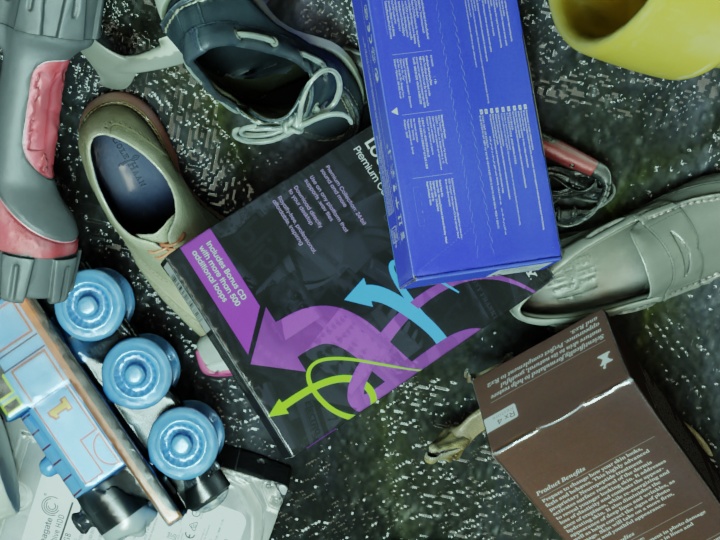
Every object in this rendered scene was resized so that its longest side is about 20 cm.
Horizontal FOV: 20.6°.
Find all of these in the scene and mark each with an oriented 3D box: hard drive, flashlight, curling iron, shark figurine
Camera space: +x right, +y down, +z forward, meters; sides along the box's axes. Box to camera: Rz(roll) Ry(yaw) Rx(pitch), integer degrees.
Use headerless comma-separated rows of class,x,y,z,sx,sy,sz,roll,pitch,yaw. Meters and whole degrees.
hard drive,-0.161,0.169,1.358,0.198,0.038,0.141,20,110,-3
flashlight,-0.190,-0.083,1.192,0.068,0.067,0.202,22,108,32
curling iron,0.073,-0.088,1.252,0.199,0.026,0.050,30,107,-8
shark figurine,-0.075,-0.173,1.206,0.128,0.089,0.215,42,102,23

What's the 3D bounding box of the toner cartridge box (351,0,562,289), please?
toner cartridge box,0.055,-0.095,1.184,0.094,0.043,0.202,-7,83,-13

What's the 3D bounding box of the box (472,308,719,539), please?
box,0.163,0.127,1.268,0.100,0.075,0.200,-29,130,12

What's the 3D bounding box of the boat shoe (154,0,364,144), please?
boat shoe,-0.051,-0.114,1.174,0.074,0.062,0.200,-23,152,14

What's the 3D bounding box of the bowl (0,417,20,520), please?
bowl,-0.281,0.132,1.274,0.107,0.200,0.202,-16,110,-3

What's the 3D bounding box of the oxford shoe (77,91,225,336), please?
oxford shoe,-0.121,-0.016,1.265,0.071,0.074,0.201,-33,107,12

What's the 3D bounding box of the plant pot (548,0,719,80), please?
plant pot,0.233,-0.195,1.124,0.187,0.201,0.202,14,112,-19

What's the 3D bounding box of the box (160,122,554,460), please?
box,0.000,0.000,1.201,0.199,0.036,0.144,-34,90,-14

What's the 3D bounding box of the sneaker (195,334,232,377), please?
sneaker,-0.021,0.002,1.257,0.199,0.081,0.089,-28,88,-11

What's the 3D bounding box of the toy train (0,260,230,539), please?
toy train,-0.170,0.084,1.281,0.114,0.087,0.201,-34,91,1

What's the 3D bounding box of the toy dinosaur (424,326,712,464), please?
toy dinosaur,0.137,0.083,1.309,0.198,0.058,0.102,-4,128,-9

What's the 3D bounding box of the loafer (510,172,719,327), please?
loafer,0.187,-0.008,1.253,0.199,0.070,0.070,-21,108,11
